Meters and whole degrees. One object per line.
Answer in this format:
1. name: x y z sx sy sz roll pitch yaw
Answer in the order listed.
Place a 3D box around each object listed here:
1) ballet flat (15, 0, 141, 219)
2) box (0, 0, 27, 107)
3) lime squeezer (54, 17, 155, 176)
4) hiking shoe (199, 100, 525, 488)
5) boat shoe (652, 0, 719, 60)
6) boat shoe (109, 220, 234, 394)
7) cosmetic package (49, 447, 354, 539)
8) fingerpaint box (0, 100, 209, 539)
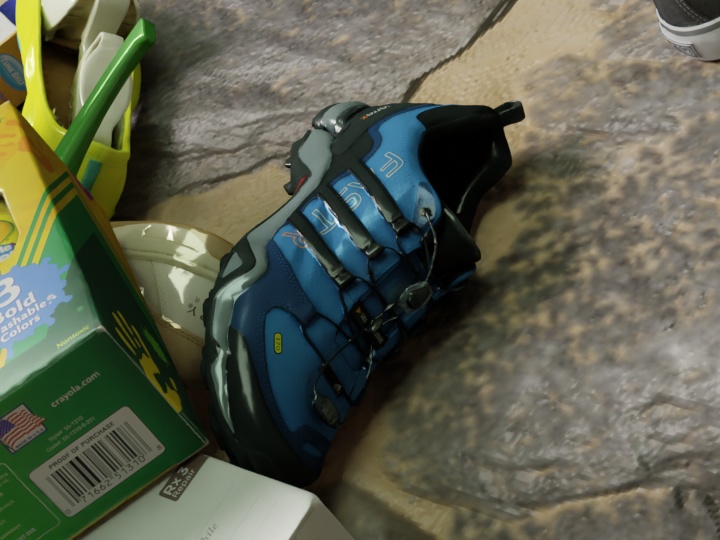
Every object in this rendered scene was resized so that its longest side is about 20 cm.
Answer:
1. ballet flat: -0.133 -0.102 1.089 0.200 0.067 0.067 -95 28 -45
2. box: -0.252 -0.088 1.198 0.200 0.042 0.119 -43 37 -6
3. lime squeezer: -0.166 -0.039 1.013 0.200 0.038 0.071 -30 69 33
4. hiking shoe: 0.000 0.000 0.870 0.086 0.074 0.200 -10 44 32
5. boat shoe: 0.195 -0.171 0.910 0.200 0.066 0.070 -36 36 -1
6. boat shoe: -0.125 0.022 0.945 0.200 0.074 0.069 -4 55 47
7. cosmetic package: -0.090 0.122 0.801 0.200 0.081 0.113 12 59 44
8. fingerpaint box: -0.175 0.053 0.817 0.200 0.073 0.167 -35 37 3
